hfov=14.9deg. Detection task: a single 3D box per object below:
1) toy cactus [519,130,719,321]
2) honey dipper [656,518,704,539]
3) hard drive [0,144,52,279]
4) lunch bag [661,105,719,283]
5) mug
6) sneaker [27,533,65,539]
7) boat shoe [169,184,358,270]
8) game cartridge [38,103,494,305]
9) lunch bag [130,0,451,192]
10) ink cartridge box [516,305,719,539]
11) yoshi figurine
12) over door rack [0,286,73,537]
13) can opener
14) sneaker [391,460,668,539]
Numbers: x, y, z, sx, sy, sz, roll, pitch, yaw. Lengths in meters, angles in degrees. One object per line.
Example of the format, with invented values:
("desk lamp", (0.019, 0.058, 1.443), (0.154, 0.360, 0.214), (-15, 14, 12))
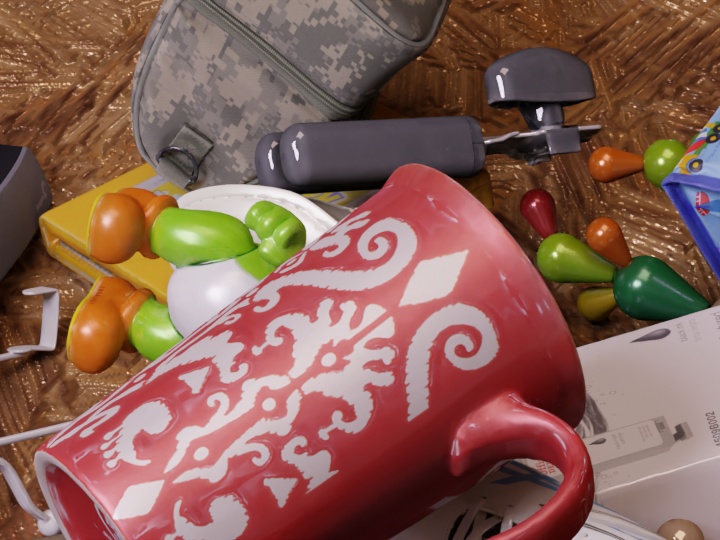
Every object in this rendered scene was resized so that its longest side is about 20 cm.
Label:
("toy cactus", (0.192, 0.004, 1.457), (0.198, 0.102, 0.166), (-6, 62, -8))
("honey dipper", (0.121, 0.206, 1.189), (0.038, 0.038, 0.202), (8, 78, 10))
("hard drive", (-0.253, -0.022, 1.478), (0.134, 0.043, 0.200), (8, 26, 11))
("lunch bag", (0.257, -0.017, 1.384), (0.094, 0.201, 0.151), (4, 45, 43))
("mug", (-0.015, 0.066, 1.116), (0.199, 0.134, 0.177), (-33, 20, -18))
("sneaker", (-0.099, 0.155, 1.321), (0.199, 0.071, 0.076), (-17, 69, -17))
("boat shoe", (-0.001, 0.003, 1.383), (0.200, 0.073, 0.060), (15, 9, 15))
("game cartridge", (-0.049, -0.035, 1.501), (0.199, 0.033, 0.176), (-31, 36, -25))
("lunch bag", (-0.042, -0.144, 1.507), (0.139, 0.168, 0.200), (39, 31, -12))
("ink cartridge box", (0.123, 0.099, 1.289), (0.199, 0.083, 0.147), (-17, 25, 5))
("yoshi figurine", (-0.039, 0.031, 1.289), (0.199, 0.113, 0.113), (16, 68, 9))
("over door rack", (-0.180, 0.078, 1.368), (0.147, 0.067, 0.199), (11, 28, 43))
("can opener", (0.038, -0.079, 1.433), (0.199, 0.067, 0.053), (-4, -5, -31))
("sneaker", (0.084, 0.127, 1.168), (0.199, 0.072, 0.072), (24, 83, 22))
